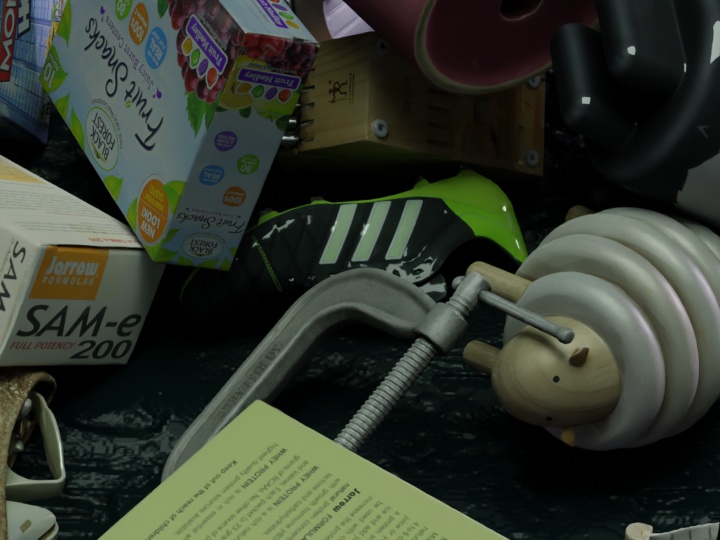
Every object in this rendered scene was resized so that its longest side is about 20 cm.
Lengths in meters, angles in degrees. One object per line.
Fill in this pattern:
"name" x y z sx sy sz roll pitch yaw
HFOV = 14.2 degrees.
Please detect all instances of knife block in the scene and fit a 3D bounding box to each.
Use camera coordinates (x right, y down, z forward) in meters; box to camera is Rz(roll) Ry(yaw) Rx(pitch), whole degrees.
"knife block" -0.014 -0.089 1.673 0.199 0.064 0.175 8 -9 -39

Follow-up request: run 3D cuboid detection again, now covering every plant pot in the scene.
"plant pot" 0.047 -0.202 1.555 0.199 0.200 0.179 -17 52 -19

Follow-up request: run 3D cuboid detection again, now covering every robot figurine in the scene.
"robot figurine" 0.198 -0.084 1.526 0.199 0.125 0.150 20 -8 -27

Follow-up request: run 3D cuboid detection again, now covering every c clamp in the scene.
"c clamp" -0.011 0.067 1.469 0.200 0.027 0.171 -47 40 -9

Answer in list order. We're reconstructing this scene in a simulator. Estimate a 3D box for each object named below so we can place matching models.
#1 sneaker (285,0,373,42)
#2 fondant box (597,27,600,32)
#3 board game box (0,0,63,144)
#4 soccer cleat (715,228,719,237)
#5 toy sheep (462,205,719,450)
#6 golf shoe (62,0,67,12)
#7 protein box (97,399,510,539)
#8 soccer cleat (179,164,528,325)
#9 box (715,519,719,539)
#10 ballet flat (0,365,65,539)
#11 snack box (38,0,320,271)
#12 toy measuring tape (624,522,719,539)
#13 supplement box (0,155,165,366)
"sneaker" -0.021 -0.164 1.737 0.070 0.073 0.200 -7 11 15
"fondant box" 0.185 -0.158 1.669 0.144 0.059 0.200 1 0 -11
"board game box" -0.220 -0.168 1.605 0.061 0.201 0.200 8 7 10
"soccer cleat" 0.195 -0.059 1.652 0.077 0.069 0.200 -29 53 -25
"toy sheep" 0.139 0.027 1.514 0.138 0.138 0.200 30 42 28
"golf shoe" -0.114 -0.201 1.798 0.097 0.079 0.200 15 43 24
"protein box" -0.030 0.202 1.311 0.199 0.135 0.198 27 48 26
"soccer cleat" 0.000 0.000 1.588 0.199 0.068 0.081 -16 58 -19
"box" 0.269 0.207 1.322 0.199 0.124 0.197 0 40 -1
"ballet flat" -0.183 0.114 1.458 0.065 0.071 0.201 8 45 -8
"snack box" -0.104 -0.113 1.575 0.053 0.143 0.200 6 29 -31
"toy measuring tape" 0.220 0.105 1.471 0.199 0.074 0.074 -10 44 -13
"supplement box" -0.221 -0.022 1.558 0.200 0.074 0.126 28 12 27
